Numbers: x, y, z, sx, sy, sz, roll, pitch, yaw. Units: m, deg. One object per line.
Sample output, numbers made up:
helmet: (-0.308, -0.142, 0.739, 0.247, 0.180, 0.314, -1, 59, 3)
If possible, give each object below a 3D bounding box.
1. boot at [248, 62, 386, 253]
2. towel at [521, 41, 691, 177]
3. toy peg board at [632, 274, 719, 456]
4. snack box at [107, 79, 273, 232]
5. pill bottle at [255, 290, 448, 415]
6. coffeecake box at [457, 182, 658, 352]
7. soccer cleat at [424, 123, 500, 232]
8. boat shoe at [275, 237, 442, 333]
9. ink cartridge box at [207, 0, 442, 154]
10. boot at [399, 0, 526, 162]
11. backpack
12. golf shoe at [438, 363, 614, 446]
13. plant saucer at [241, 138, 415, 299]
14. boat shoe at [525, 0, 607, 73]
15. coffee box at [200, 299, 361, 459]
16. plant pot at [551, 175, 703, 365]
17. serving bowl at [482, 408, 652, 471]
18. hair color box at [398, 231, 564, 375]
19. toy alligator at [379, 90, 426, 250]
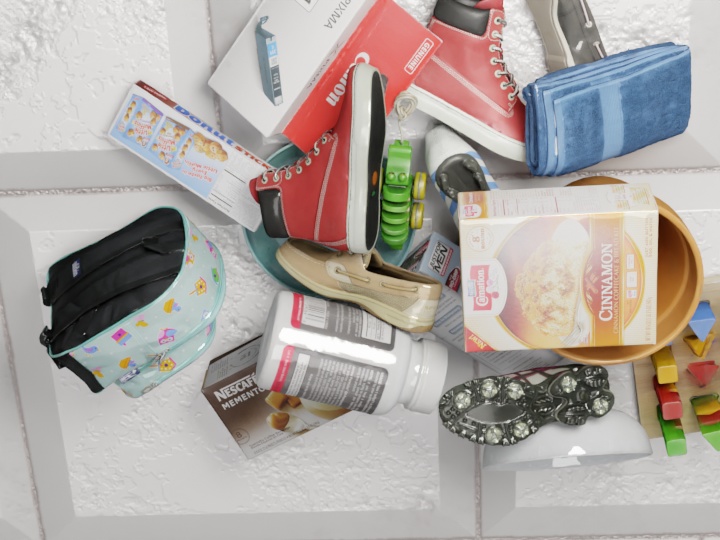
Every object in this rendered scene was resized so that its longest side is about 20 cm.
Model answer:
boot: (-0.049, -0.125, 1.516, 0.143, 0.072, 0.201, 10, 106, 17)
towel: (0.264, -0.170, 1.517, 0.199, 0.049, 0.112, -19, 119, -22)
toy peg board: (0.422, 0.117, 1.672, 0.199, 0.098, 0.200, -9, 115, 6)
snack box: (-0.181, -0.127, 1.594, 0.199, 0.024, 0.072, 33, 114, 1)
pill bottle: (-0.009, 0.097, 1.584, 0.199, 0.111, 0.111, 14, 116, -9)
coffeecake box: (0.202, -0.002, 1.482, 0.199, 0.073, 0.154, -3, 117, 5)
soccer cleat: (0.127, -0.085, 1.608, 0.070, 0.087, 0.200, -26, 136, 6)
boat shoe: (0.000, 0.000, 1.585, 0.199, 0.071, 0.065, 24, 113, 17)
ink cartridge box: (-0.040, -0.221, 1.523, 0.176, 0.045, 0.200, 41, 113, 8)
boot: (0.153, -0.210, 1.533, 0.199, 0.072, 0.145, 27, 112, -7)
backpack: (-0.242, 0.032, 1.616, 0.200, 0.176, 0.153, -36, 126, 18)
golf shoe: (0.180, 0.147, 1.599, 0.199, 0.088, 0.078, -6, 96, -9)
plant saucer: (-0.035, -0.064, 1.636, 0.199, 0.036, 0.201, 1, 116, 1)
boat shoe: (0.217, -0.276, 1.515, 0.057, 0.067, 0.201, -28, 118, -17)
coffee box: (-0.074, 0.124, 1.703, 0.199, 0.080, 0.115, -26, 111, 13)
plant pot: (0.268, -0.015, 1.590, 0.199, 0.140, 0.201, 1, 115, 1)
serving bowl: (0.239, 0.194, 1.687, 0.199, 0.200, 0.066, -7, 78, 5)
hair color box: (0.135, 0.046, 1.646, 0.199, 0.061, 0.099, 31, 146, -13)
toy alligator: (0.040, -0.094, 1.550, 0.059, 0.054, 0.201, 6, 127, 5)
